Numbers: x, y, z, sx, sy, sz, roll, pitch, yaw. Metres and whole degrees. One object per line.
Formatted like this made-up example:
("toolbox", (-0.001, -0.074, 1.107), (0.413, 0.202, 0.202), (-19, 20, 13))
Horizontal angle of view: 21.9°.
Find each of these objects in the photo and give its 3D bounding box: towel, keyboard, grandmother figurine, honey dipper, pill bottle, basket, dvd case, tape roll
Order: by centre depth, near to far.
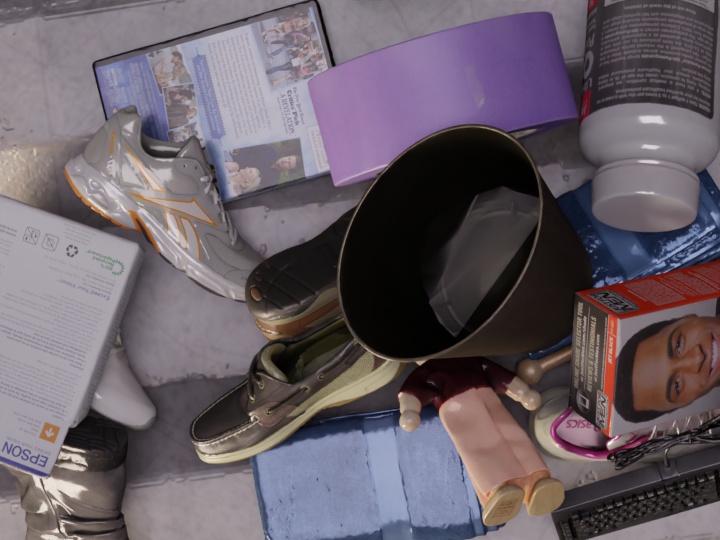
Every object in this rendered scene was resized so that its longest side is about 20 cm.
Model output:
("basket", (0.092, -0.004, 1.388), (0.136, 0.200, 0.181), (39, 97, 24))
("tape roll", (0.064, -0.131, 1.442), (0.198, 0.200, 0.086), (-15, 91, 5))
("pill bottle", (0.226, -0.137, 1.445), (0.110, 0.111, 0.202), (5, 71, 4))
("grandmother figurine", (0.081, 0.105, 1.460), (0.061, 0.120, 0.201), (-61, 43, 38))
("keyboard", (0.246, 0.165, 1.480), (0.198, 0.127, 0.021), (-18, 51, 4))
("towel", (0.197, -0.020, 1.499), (0.199, 0.049, 0.112), (-31, 71, 6))
("honey dipper", (0.218, 0.044, 1.519), (0.199, 0.038, 0.038), (-25, 89, 9))
("towel", (0.015, 0.172, 1.520), (0.198, 0.049, 0.113), (-9, 88, 4))
("dvd case", (-0.112, -0.130, 1.548), (0.198, 0.018, 0.144), (-15, 89, 6))

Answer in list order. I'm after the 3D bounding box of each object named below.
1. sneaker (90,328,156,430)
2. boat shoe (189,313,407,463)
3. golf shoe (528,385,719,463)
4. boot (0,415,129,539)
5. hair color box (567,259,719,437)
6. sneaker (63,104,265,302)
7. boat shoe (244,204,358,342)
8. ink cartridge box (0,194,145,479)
("sneaker", (-0.231, 0.045, 1.536), (0.080, 0.070, 0.200), (-42, 87, 1))
("boat shoe", (-0.058, 0.084, 1.474), (0.200, 0.072, 0.066), (-27, 127, 17))
("golf shoe", (0.235, 0.125, 1.489), (0.198, 0.092, 0.076), (-6, 89, 3))
("boot", (-0.276, 0.177, 1.539), (0.199, 0.070, 0.133), (16, 118, 28))
("hair color box", (0.259, 0.053, 1.439), (0.198, 0.061, 0.102), (-12, 116, -26))
("sneaker", (-0.137, -0.054, 1.507), (0.199, 0.076, 0.092), (35, 99, -13))
("boat shoe", (0.000, 0.000, 1.517), (0.199, 0.074, 0.076), (-24, 49, -11))
("ink cartridge box", (-0.296, 0.043, 1.491), (0.198, 0.041, 0.202), (20, 81, 8))
